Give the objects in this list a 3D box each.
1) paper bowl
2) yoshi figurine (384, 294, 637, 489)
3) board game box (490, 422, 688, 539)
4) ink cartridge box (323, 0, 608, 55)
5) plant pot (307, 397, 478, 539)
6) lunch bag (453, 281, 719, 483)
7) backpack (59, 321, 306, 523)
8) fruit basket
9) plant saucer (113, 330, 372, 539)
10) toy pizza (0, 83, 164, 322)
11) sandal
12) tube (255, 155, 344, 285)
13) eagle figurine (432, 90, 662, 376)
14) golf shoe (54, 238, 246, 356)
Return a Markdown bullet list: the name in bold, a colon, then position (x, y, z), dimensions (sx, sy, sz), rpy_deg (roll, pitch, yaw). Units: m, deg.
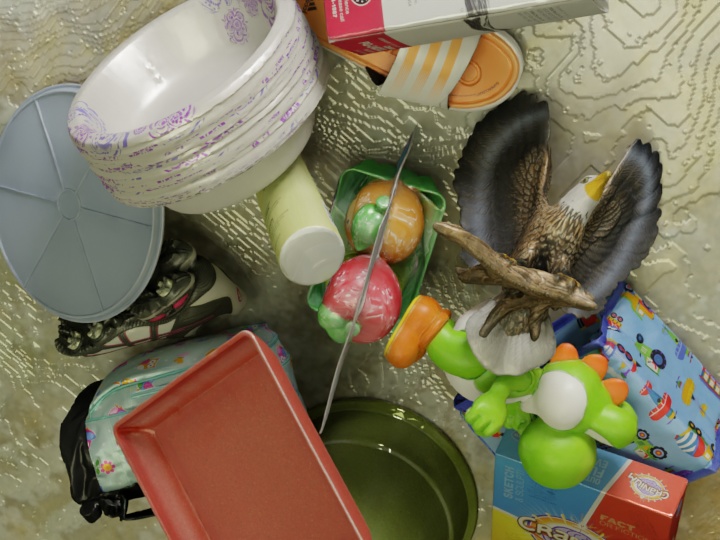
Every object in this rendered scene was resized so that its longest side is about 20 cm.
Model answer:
- **paper bowl**: position (-0.115, -0.123, 1.256), dimensions (0.199, 0.201, 0.105), rpy_deg (-19, 125, 23)
- **yoshi figurine**: position (0.112, 0.103, 1.267), dimensions (0.199, 0.113, 0.112), rpy_deg (27, 143, 6)
- **board game box**: position (0.185, 0.220, 1.371), dimensions (0.152, 0.040, 0.201), rpy_deg (18, 142, 18)
- **ink cartridge box**: position (0.073, -0.245, 1.183), dimensions (0.198, 0.083, 0.147), rpy_deg (-7, 86, 18)
- **plant pot**: position (-0.011, 0.243, 1.407), dimensions (0.198, 0.190, 0.202), rpy_deg (6, 116, 12)
- **lunch bag**: position (0.183, 0.124, 1.367), dimensions (0.151, 0.094, 0.200), rpy_deg (45, 130, -12)
- **backpack**: position (-0.147, 0.124, 1.411), dimensions (0.198, 0.167, 0.128), rpy_deg (-16, 105, 15)
- **fruit basket**: position (0.000, 0.000, 1.282), dimensions (0.093, 0.200, 0.186), rpy_deg (19, 119, 6)
- **plant saucer**: position (-0.086, 0.168, 1.275), dimensions (0.199, 0.037, 0.201), rpy_deg (-35, 80, 41)
- **toy pizza**: position (-0.236, -0.057, 1.387), dimensions (0.199, 0.032, 0.202), rpy_deg (6, 101, 34)
- **sandal**: position (0.023, -0.172, 1.274), dimensions (0.205, 0.059, 0.080), rpy_deg (20, 119, 5)
- **tube**: position (-0.060, -0.060, 1.283), dimensions (0.058, 0.200, 0.052), rpy_deg (-38, 124, 10)
- **eagle figurine**: position (0.145, -0.032, 1.232), dimensions (0.150, 0.200, 0.153), rpy_deg (-17, 114, 22)
- **golf shoe**: position (-0.188, 0.040, 1.422), dimensions (0.199, 0.078, 0.088), rpy_deg (-18, 146, 41)
